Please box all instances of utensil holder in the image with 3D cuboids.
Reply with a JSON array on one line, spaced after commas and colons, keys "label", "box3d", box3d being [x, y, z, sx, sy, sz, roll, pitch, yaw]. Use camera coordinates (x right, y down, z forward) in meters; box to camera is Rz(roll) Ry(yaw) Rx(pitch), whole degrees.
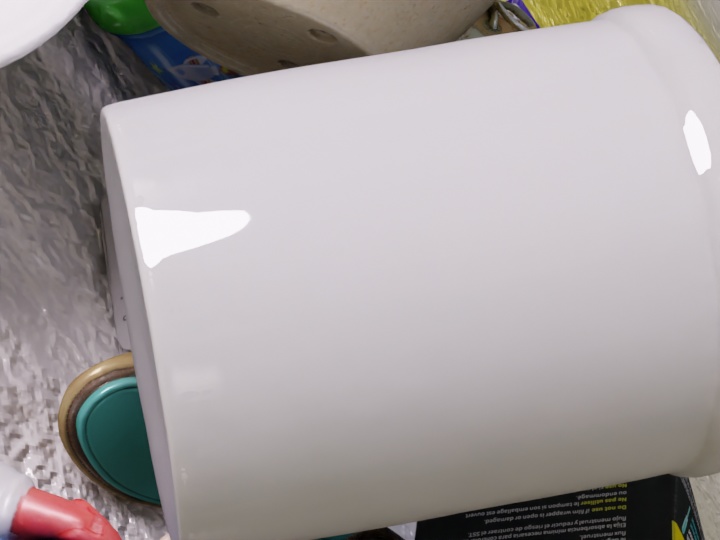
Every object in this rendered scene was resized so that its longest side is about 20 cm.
[{"label": "utensil holder", "box3d": [0.020, 0.006, 0.624, 0.170, 0.199, 0.171, 169, -90, -80]}]

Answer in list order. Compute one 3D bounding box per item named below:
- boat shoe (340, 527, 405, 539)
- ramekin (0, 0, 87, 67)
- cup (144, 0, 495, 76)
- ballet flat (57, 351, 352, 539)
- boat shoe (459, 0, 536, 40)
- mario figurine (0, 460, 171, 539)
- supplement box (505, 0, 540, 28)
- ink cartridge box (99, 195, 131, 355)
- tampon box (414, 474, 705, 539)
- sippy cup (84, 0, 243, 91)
[{"label": "boat shoe", "box3d": [0.007, 0.136, 0.705, 0.074, 0.200, 0.074, -20, 98, -18]}, {"label": "ramekin", "box3d": [-0.185, -0.156, 0.619, 0.199, 0.097, 0.202, 3, 84, -34]}, {"label": "cup", "box3d": [-0.013, -0.150, 0.685, 0.200, 0.199, 0.144, 31, 74, -46]}, {"label": "ballet flat", "box3d": [-0.065, 0.071, 0.766, 0.200, 0.069, 0.063, 33, 13, -47]}, {"label": "boat shoe", "box3d": [0.075, -0.083, 0.810, 0.200, 0.063, 0.073, 43, 21, -18]}, {"label": "mario figurine", "box3d": [-0.109, 0.140, 0.634, 0.199, 0.106, 0.124, 17, 89, -41]}, {"label": "supplement box", "box3d": [0.061, -0.051, 1.011, 0.101, 0.103, 0.200, 53, 30, -22]}, {"label": "ink cartridge box", "box3d": [0.000, 0.000, 0.823, 0.200, 0.144, 0.085, 23, 46, -51]}, {"label": "tampon box", "box3d": [0.096, 0.209, 0.800, 0.201, 0.125, 0.150, -79, 155, -48]}, {"label": "sippy cup", "box3d": [-0.045, -0.119, 0.860, 0.131, 0.139, 0.178, 56, 34, -28]}]
